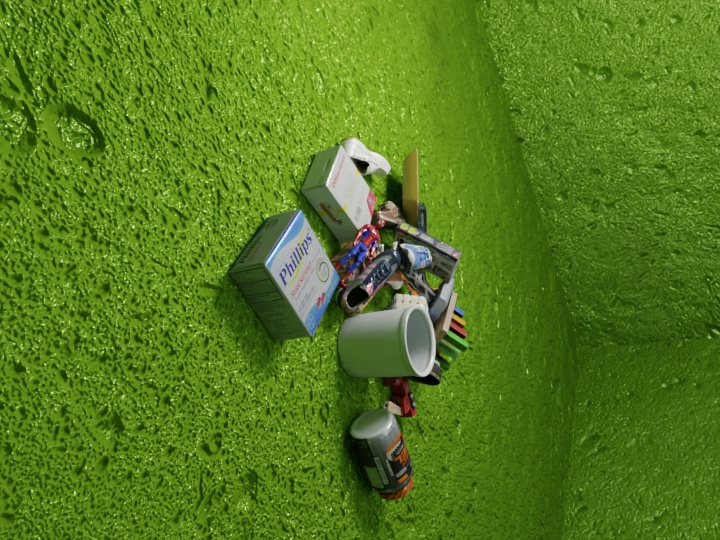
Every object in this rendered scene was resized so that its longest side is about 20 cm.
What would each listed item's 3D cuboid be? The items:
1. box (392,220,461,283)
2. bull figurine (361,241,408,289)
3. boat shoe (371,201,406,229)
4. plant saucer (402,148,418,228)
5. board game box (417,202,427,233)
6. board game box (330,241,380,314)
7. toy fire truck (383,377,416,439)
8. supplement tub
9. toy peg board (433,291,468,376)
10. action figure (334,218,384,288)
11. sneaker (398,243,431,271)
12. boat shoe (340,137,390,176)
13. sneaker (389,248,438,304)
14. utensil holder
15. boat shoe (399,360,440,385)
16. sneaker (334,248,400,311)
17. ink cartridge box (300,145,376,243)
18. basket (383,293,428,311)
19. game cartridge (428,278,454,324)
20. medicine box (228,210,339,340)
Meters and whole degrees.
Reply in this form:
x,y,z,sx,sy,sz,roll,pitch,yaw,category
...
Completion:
x,y,z,sx,sy,sz,roll,pitch,yaw,category
0.190,-0.053,1.702,0.035,0.198,0.111,-49,162,-36,box
0.064,-0.015,1.555,0.199,0.064,0.124,9,71,-61,bull figurine
0.073,-0.162,1.701,0.199,0.075,0.073,-4,81,-69,boat shoe
0.152,-0.237,1.804,0.201,0.047,0.203,82,8,-62,plant saucer
0.193,-0.134,1.831,0.200,0.028,0.138,-72,160,-78,board game box
0.000,0.000,1.550,0.200,0.046,0.154,-45,120,-54,board game box
0.097,0.378,1.611,0.140,0.048,0.203,-27,103,-55,toy fire truck
0.057,0.458,1.451,0.123,0.121,0.203,-48,123,-53,supplement tub
0.243,0.205,1.723,0.097,0.201,0.200,33,34,-2,toy peg board
0.000,-0.050,1.441,0.065,0.051,0.201,42,68,-18,action figure
0.150,-0.041,1.589,0.200,0.076,0.077,-15,92,-80,sneaker
0.011,-0.297,1.633,0.199,0.070,0.071,23,64,-46,boat shoe
0.152,0.013,1.719,0.201,0.077,0.078,53,0,-3,sneaker
0.064,0.183,1.461,0.169,0.197,0.173,24,62,-55,utensil holder
0.129,0.262,1.583,0.198,0.072,0.061,15,40,-15,boat shoe
0.028,0.030,1.429,0.070,0.200,0.082,48,-3,-19,sneaker
-0.050,-0.191,1.481,0.201,0.082,0.147,53,41,-40,ink cartridge box
0.128,0.163,1.654,0.201,0.136,0.179,84,11,-56,basket
0.213,0.123,1.753,0.041,0.201,0.133,32,39,2,game cartridge
-0.153,0.011,1.234,0.202,0.101,0.183,61,36,-31,medicine box
